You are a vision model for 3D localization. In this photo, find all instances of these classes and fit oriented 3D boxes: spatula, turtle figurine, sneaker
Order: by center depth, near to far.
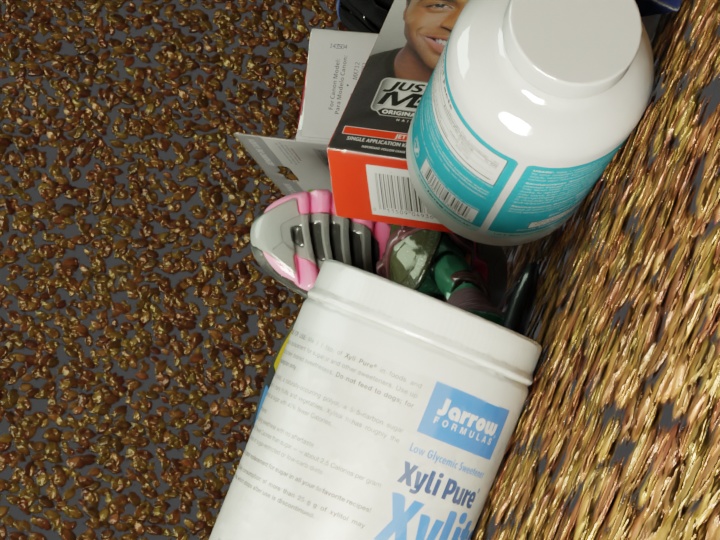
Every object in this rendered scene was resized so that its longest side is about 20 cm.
[{"bbox_3d":[0.067,0.084,1.331,0.057,0.020,0.200,-70,2,-71],"label":"spatula"},{"bbox_3d":[0.060,0.003,1.431,0.200,0.100,0.150,-83,9,-54],"label":"turtle figurine"},{"bbox_3d":[0.000,0.000,1.511,0.095,0.200,0.079,-11,69,51],"label":"sneaker"}]

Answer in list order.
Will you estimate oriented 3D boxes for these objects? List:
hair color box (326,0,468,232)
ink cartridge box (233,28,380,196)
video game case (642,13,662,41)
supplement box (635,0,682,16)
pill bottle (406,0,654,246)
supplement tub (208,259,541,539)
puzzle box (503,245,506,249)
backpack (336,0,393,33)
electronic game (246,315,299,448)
[{"bbox_3d":[0.057,-0.115,1.423,0.061,0.101,0.200,83,-159,-44],"label":"hair color box"},{"bbox_3d":[0.020,-0.098,1.604,0.200,0.175,0.084,53,-136,-74],"label":"ink cartridge box"},{"bbox_3d":[0.180,-0.198,1.372,0.182,0.022,0.201,179,112,-88],"label":"video game case"},{"bbox_3d":[0.137,-0.250,1.261,0.109,0.109,0.201,0,69,66],"label":"supplement box"},{"bbox_3d":[0.093,-0.094,1.233,0.200,0.110,0.111,118,174,-70],"label":"pill bottle"},{"bbox_3d":[0.002,0.109,1.204,0.132,0.132,0.201,171,121,-88],"label":"supplement tub"},{"bbox_3d":[0.073,-0.008,1.801,0.133,0.025,0.200,-68,11,-21],"label":"puzzle box"},{"bbox_3d":[0.087,-0.250,2.055,0.183,0.199,0.147,114,178,-74],"label":"backpack"},{"bbox_3d":[-0.042,0.120,1.507,0.200,0.041,0.201,-167,90,-72],"label":"electronic game"}]
